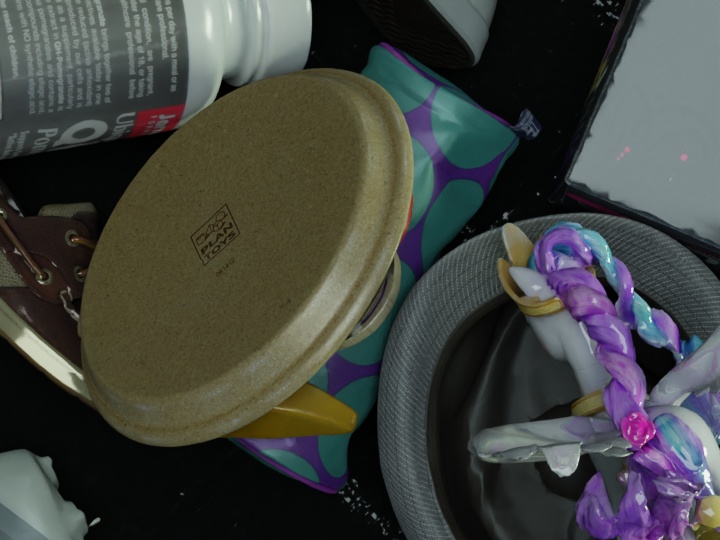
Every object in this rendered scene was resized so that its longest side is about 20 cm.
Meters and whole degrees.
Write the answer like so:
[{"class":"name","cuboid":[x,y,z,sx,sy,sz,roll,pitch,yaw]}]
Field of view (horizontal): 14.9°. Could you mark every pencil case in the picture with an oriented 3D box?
[{"class":"pencil case","cuboid":[0.000,0.000,1.273,0.085,0.092,0.200,26,87,37]}]

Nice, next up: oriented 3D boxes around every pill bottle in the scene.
[{"class":"pill bottle","cuboid":[-0.129,-0.112,1.248,0.200,0.111,0.111,-11,87,-21]}]

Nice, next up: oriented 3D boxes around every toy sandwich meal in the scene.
[{"class":"toy sandwich meal","cuboid":[-0.045,0.002,1.192,0.070,0.205,0.205,38,86,-37]}]

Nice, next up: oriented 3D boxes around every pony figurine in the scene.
[{"class":"pony figurine","cuboid":[0.121,0.073,1.134,0.166,0.193,0.200,-26,98,-11]}]

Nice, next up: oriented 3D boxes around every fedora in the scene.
[{"class":"fedora","cuboid":[0.096,0.072,1.268,0.177,0.090,0.200,-17,93,0]}]

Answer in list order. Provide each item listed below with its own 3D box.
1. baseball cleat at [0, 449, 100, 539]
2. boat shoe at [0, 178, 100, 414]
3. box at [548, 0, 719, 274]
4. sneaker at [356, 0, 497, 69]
[{"class":"baseball cleat","cuboid":[-0.146,0.185,1.268,0.106,0.070,0.200,-25,77,-13]},{"class":"boat shoe","cuboid":[-0.148,-0.004,1.281,0.200,0.072,0.072,43,88,8]},{"class":"box","cuboid":[0.181,-0.104,1.271,0.122,0.106,0.200,22,87,0]},{"class":"sneaker","cuboid":[0.011,-0.178,1.246,0.073,0.200,0.085,11,67,30]}]
